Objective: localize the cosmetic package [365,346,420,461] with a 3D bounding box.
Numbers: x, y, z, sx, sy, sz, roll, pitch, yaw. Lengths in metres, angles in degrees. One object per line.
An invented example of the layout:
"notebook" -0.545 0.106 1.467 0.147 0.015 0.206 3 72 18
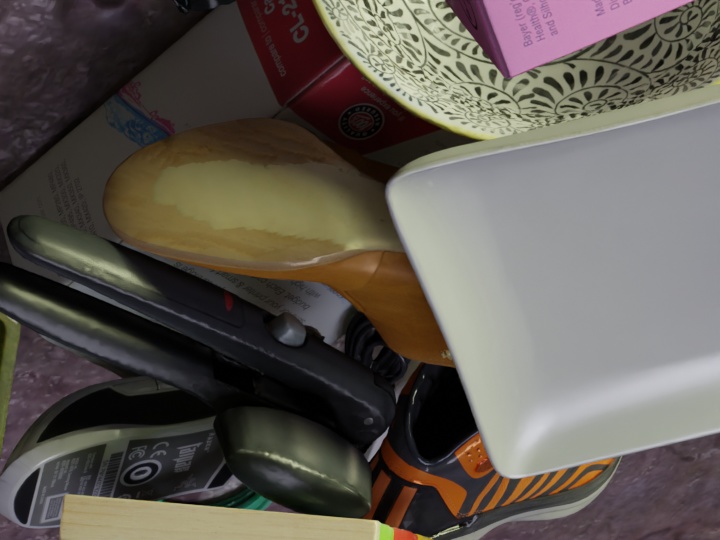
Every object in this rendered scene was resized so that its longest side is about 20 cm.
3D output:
"cosmetic package" 0.042 0.057 1.173 0.082 0.051 0.200 -3 138 -23

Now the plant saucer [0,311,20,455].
"plant saucer" -0.250 0.045 0.961 0.199 0.048 0.200 14 135 -3

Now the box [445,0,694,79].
"box" 0.038 -0.188 0.717 0.096 0.200 0.176 -23 118 -1

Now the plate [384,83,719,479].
"plate" 0.126 -0.004 0.850 0.199 0.032 0.200 -15 138 8

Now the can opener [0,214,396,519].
"can opener" -0.066 0.031 0.905 0.200 0.079 0.063 34 107 -27

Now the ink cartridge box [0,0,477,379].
"ink cartridge box" -0.044 -0.037 0.990 0.200 0.083 0.146 -37 140 17

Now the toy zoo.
"toy zoo" -0.040 0.119 0.956 0.131 0.021 0.200 4 171 11

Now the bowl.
"bowl" 0.076 -0.134 0.886 0.200 0.201 0.094 -23 167 -1

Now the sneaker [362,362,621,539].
"sneaker" 0.084 0.070 1.079 0.200 0.078 0.112 -28 149 -43

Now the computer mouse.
"computer mouse" -0.076 0.068 0.998 0.200 0.044 0.110 -9 145 -27

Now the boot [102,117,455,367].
"boot" 0.001 -0.001 0.926 0.201 0.071 0.144 -1 152 5

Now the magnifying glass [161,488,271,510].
"magnifying glass" -0.064 0.078 1.166 0.079 0.022 0.200 -3 137 -25

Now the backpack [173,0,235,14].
"backpack" -0.125 -0.178 0.744 0.200 0.167 0.127 7 114 -29
